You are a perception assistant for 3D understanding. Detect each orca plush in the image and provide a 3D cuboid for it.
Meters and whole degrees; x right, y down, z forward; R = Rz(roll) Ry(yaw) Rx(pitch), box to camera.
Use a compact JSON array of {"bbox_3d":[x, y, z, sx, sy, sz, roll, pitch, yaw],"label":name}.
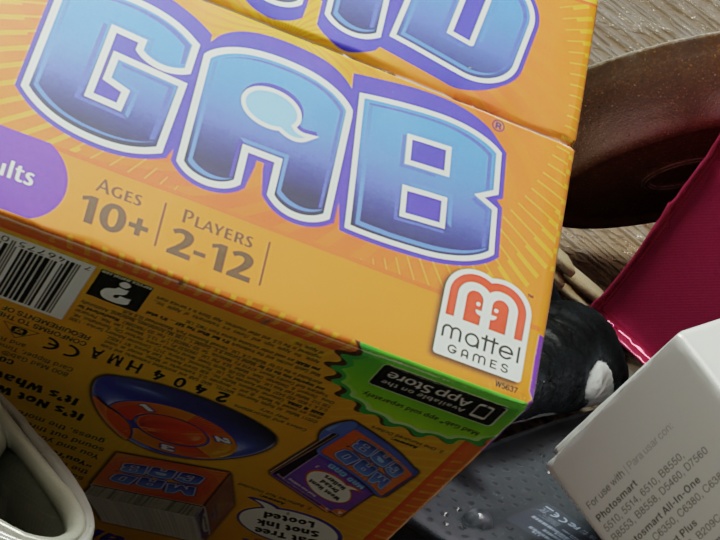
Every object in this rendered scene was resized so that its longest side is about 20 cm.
[{"bbox_3d":[0.057,0.026,1.084,0.105,0.071,0.200,-9,-2,34],"label":"orca plush"}]

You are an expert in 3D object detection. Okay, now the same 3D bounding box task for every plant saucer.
[{"bbox_3d":[0.150,-0.061,1.242,0.200,0.200,0.037,-1,70,-38],"label":"plant saucer"}]

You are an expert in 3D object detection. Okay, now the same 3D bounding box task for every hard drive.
[{"bbox_3d":[0.106,0.112,1.020,0.135,0.042,0.200,32,26,27],"label":"hard drive"}]

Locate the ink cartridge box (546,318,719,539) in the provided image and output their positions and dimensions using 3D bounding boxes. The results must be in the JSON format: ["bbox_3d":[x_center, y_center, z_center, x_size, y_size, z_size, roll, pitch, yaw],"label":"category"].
[{"bbox_3d":[0.186,0.108,0.953,0.146,0.084,0.200,-15,62,-52],"label":"ink cartridge box"}]

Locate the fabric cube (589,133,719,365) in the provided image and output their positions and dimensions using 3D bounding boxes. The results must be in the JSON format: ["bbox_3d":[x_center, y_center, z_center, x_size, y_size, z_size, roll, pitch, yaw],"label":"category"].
[{"bbox_3d":[0.264,0.000,1.149,0.196,0.200,0.199,46,33,21],"label":"fabric cube"}]

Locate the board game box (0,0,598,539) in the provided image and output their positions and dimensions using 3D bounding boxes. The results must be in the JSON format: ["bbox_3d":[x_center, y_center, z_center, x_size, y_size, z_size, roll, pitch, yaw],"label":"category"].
[{"bbox_3d":[-0.058,-0.030,0.892,0.200,0.200,0.200,21,57,-14],"label":"board game box"}]

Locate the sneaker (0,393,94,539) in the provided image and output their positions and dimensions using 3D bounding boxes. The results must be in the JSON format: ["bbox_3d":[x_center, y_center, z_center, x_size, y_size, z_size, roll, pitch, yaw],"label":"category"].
[{"bbox_3d":[-0.158,0.068,0.829,0.200,0.116,0.074,31,28,30],"label":"sneaker"}]

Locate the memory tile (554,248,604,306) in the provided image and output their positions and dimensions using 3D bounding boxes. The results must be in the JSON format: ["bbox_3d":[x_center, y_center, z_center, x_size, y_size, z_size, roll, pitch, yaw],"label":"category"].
[{"bbox_3d":[0.046,-0.040,1.242,0.200,0.017,0.153,41,2,30],"label":"memory tile"}]
